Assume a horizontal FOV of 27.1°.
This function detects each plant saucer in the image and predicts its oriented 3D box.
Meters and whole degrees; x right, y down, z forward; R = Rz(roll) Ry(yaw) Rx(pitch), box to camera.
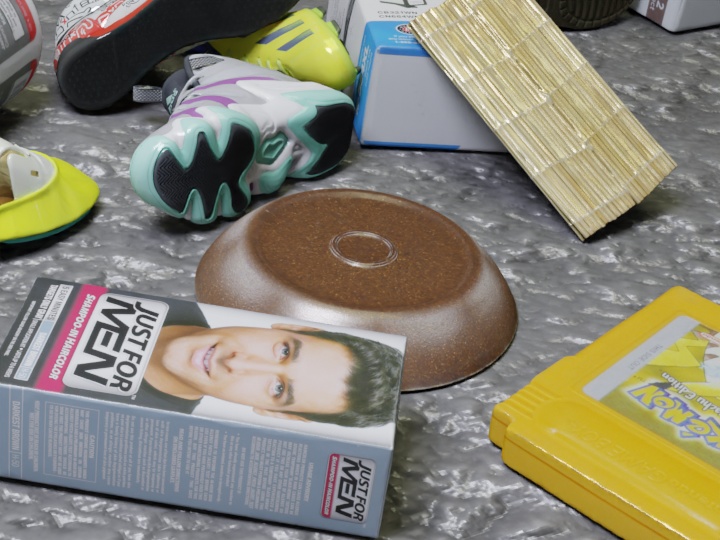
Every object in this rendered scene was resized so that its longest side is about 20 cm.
[{"bbox_3d":[0.000,0.000,0.906,0.199,0.037,0.201,6,33,-4],"label":"plant saucer"}]

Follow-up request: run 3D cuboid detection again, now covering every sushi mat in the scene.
[{"bbox_3d":[0.126,-0.120,1.039,0.095,0.012,0.200,-34,79,-24],"label":"sushi mat"}]

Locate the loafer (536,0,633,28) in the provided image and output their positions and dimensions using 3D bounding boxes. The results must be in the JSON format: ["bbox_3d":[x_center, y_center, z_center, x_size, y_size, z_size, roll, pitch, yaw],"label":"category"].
[{"bbox_3d":[0.162,-0.255,1.314,0.199,0.076,0.067,-12,43,-30],"label":"loafer"}]

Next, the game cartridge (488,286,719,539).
[{"bbox_3d":[0.192,0.088,0.816,0.176,0.033,0.200,30,36,30],"label":"game cartridge"}]

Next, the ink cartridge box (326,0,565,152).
[{"bbox_3d":[0.059,-0.175,1.153,0.145,0.085,0.200,1,34,-12],"label":"ink cartridge box"}]

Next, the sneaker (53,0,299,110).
[{"bbox_3d":[-0.137,-0.198,1.096,0.201,0.067,0.108,-30,32,2],"label":"sneaker"}]

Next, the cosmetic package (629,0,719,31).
[{"bbox_3d":[0.328,-0.341,1.408,0.199,0.166,0.165,-13,37,-33],"label":"cosmetic package"}]

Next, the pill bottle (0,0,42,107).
[{"bbox_3d":[-0.298,-0.126,0.958,0.113,0.114,0.200,15,32,10],"label":"pill bottle"}]

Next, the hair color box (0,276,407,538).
[{"bbox_3d":[-0.081,0.067,0.755,0.199,0.061,0.099,10,31,0],"label":"hair color box"}]

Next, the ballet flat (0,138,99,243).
[{"bbox_3d":[-0.235,-0.044,0.887,0.067,0.067,0.200,30,37,32],"label":"ballet flat"}]

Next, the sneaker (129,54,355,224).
[{"bbox_3d":[-0.113,-0.098,1.007,0.139,0.078,0.200,27,27,30],"label":"sneaker"}]

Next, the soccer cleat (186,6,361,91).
[{"bbox_3d":[-0.072,-0.163,1.115,0.084,0.065,0.200,-36,37,-17],"label":"soccer cleat"}]
